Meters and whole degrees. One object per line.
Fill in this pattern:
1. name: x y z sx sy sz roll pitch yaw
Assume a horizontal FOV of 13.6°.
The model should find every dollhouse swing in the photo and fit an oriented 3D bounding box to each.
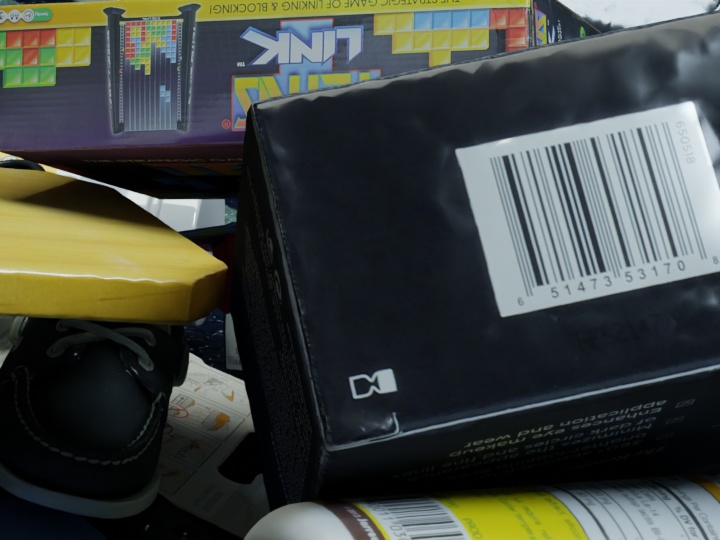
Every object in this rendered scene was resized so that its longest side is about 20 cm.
1. dollhouse swing: -0.172 0.041 1.037 0.175 0.182 0.200 20 5 -27

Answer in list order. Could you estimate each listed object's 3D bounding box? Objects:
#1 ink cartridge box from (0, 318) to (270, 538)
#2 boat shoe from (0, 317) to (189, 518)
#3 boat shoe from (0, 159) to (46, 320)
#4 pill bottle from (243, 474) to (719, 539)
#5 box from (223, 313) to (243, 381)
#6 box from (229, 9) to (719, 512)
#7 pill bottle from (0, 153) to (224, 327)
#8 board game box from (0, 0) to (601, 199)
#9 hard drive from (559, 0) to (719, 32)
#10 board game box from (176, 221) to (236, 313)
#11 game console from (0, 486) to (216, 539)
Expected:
1. ink cartridge box: -0.121 0.062 1.233 0.199 0.050 0.161 26 18 6
2. boat shoe: -0.103 0.035 1.144 0.075 0.061 0.200 16 16 -10
3. boat shoe: -0.201 -0.014 1.174 0.199 0.066 0.074 -2 22 -37
4. pill bottle: 0.064 0.120 0.925 0.199 0.110 0.109 -2 17 -24
5. box: 0.063 0.024 1.316 0.199 0.046 0.159 -3 3 -36
6. box: 0.064 0.014 0.982 0.196 0.118 0.200 -11 -19 -8
7. pill bottle: -0.166 -0.023 1.373 0.199 0.105 0.104 7 15 8
8. board game box: -0.012 -0.061 1.100 0.199 0.057 0.165 -1 -4 18
9. hard drive: 0.059 -0.066 1.236 0.134 0.042 0.200 15 -29 -10
10. board game box: 0.000 0.000 1.146 0.199 0.039 0.158 -8 -4 35
11. game console: -0.124 0.117 1.020 0.199 0.031 0.177 -6 19 -33
